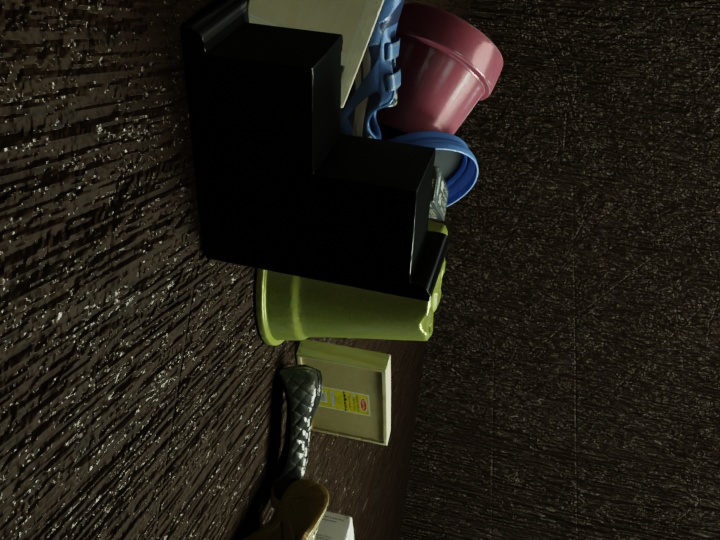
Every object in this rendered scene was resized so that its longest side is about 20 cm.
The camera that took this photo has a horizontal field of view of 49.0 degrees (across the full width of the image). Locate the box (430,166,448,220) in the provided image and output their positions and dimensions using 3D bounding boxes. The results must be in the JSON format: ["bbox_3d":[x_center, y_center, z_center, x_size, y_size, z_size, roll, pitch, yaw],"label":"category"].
[{"bbox_3d":[0.031,-0.108,1.039,0.200,0.158,0.044,17,83,-79],"label":"box"}]

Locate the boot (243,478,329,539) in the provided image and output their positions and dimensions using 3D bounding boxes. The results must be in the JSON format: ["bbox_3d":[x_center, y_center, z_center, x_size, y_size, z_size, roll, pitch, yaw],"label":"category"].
[{"bbox_3d":[-0.108,0.366,0.940,0.200,0.072,0.157,-50,158,-53],"label":"boot"}]

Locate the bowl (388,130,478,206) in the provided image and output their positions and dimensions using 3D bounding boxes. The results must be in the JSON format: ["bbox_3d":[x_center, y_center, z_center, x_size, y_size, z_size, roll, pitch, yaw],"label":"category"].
[{"bbox_3d":[0.080,-0.143,1.208,0.201,0.198,0.040,75,2,-66],"label":"bowl"}]

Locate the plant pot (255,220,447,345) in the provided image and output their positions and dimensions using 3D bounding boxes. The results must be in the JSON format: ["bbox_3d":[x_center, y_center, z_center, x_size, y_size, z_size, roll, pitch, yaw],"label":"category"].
[{"bbox_3d":[0.000,0.000,0.896,0.200,0.182,0.203,9,90,-80],"label":"plant pot"}]

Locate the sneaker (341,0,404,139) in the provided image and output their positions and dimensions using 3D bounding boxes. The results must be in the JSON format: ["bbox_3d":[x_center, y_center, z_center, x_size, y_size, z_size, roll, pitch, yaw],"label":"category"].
[{"bbox_3d":[0.020,-0.247,0.956,0.201,0.082,0.074,-67,173,31],"label":"sneaker"}]

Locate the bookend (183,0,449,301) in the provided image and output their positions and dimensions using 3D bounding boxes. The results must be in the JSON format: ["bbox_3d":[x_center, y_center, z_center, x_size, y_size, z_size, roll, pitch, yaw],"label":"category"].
[{"bbox_3d":[-0.025,-0.098,0.630,0.092,0.196,0.202,-63,159,-53],"label":"bookend"}]

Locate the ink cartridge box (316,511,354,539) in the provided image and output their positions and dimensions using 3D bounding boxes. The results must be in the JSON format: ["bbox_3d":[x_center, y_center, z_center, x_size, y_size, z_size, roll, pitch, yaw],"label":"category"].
[{"bbox_3d":[-0.071,0.494,1.217,0.146,0.083,0.202,87,16,-51],"label":"ink cartridge box"}]

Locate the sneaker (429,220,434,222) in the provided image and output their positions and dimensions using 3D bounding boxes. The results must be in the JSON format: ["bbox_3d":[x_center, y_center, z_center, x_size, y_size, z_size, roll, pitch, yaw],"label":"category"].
[{"bbox_3d":[0.028,-0.021,1.107,0.199,0.077,0.082,-38,-170,-20],"label":"sneaker"}]

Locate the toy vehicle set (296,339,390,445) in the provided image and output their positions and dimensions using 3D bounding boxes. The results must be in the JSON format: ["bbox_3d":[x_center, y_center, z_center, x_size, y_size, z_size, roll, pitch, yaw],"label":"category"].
[{"bbox_3d":[-0.020,0.174,1.108,0.201,0.123,0.027,88,16,-49],"label":"toy vehicle set"}]

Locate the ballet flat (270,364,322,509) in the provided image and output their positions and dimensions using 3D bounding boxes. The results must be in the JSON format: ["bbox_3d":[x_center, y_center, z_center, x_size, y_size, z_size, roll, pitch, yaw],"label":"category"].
[{"bbox_3d":[-0.092,0.210,0.998,0.066,0.056,0.203,-132,-129,-67],"label":"ballet flat"}]

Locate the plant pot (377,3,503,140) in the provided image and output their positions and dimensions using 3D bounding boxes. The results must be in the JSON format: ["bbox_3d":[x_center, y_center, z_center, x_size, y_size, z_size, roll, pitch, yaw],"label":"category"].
[{"bbox_3d":[0.099,-0.281,1.231,0.181,0.198,0.200,-64,168,-5],"label":"plant pot"}]

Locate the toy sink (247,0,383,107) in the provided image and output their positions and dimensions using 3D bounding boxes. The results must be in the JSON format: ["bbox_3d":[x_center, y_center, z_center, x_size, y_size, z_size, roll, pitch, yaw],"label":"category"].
[{"bbox_3d":[-0.027,-0.260,0.656,0.200,0.111,0.132,119,-10,-58],"label":"toy sink"}]
